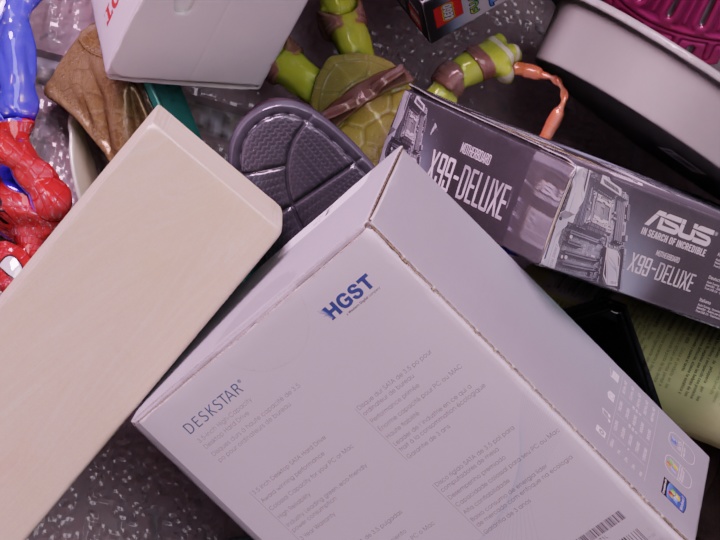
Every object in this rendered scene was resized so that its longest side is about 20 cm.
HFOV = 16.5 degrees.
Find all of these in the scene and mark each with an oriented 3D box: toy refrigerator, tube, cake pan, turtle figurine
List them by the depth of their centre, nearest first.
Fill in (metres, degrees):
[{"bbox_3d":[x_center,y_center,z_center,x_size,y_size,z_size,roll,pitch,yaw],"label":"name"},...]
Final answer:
[{"bbox_3d":[-0.126,0.029,1.107,0.076,0.070,0.200,39,97,-8],"label":"toy refrigerator"},{"bbox_3d":[0.162,0.054,1.173,0.199,0.052,0.058,19,92,15],"label":"tube"},{"bbox_3d":[-0.012,-0.078,1.223,0.199,0.064,0.162,-36,78,-1],"label":"turtle figurine"},{"bbox_3d":[0.168,-0.072,1.247,0.200,0.200,0.037,34,92,-11],"label":"cake pan"}]

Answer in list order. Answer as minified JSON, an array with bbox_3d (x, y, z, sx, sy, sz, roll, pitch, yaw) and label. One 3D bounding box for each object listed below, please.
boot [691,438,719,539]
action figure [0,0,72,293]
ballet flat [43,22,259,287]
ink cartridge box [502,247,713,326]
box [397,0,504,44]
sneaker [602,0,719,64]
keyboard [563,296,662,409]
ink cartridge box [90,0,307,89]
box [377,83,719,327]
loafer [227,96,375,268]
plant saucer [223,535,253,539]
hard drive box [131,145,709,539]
[{"bbox_3d":[0.196,0.115,1.269,0.165,0.072,0.202,-10,89,-34],"label":"boot"},{"bbox_3d":[-0.188,-0.083,1.162,0.098,0.065,0.202,-2,75,-32],"label":"action figure"},{"bbox_3d":[-0.092,-0.023,1.186,0.201,0.072,0.068,60,19,6],"label":"ballet flat"},{"bbox_3d":[0.121,0.010,1.283,0.199,0.037,0.095,11,71,-17],"label":"ink cartridge box"},{"bbox_3d":[0.028,-0.213,1.239,0.110,0.035,0.200,-31,60,-9],"label":"box"},{"bbox_3d":[0.137,-0.192,1.311,0.200,0.081,0.088,39,47,-2],"label":"sneaker"},{"bbox_3d":[0.043,0.084,1.168,0.199,0.040,0.105,-18,104,9],"label":"keyboard"},{"bbox_3d":[-0.077,-0.207,1.162,0.085,0.147,0.201,3,53,-27],"label":"ink cartridge box"},{"bbox_3d":[0.127,-0.019,1.165,0.199,0.158,0.050,18,97,-30],"label":"box"},{"bbox_3d":[0.000,0.000,1.177,0.072,0.063,0.200,-33,110,6],"label":"loafer"},{"bbox_3d":[-0.034,0.222,1.165,0.199,0.027,0.202,6,74,-22],"label":"plant saucer"},{"bbox_3d":[0.028,0.074,1.086,0.200,0.156,0.077,45,29,-12],"label":"hard drive box"}]
